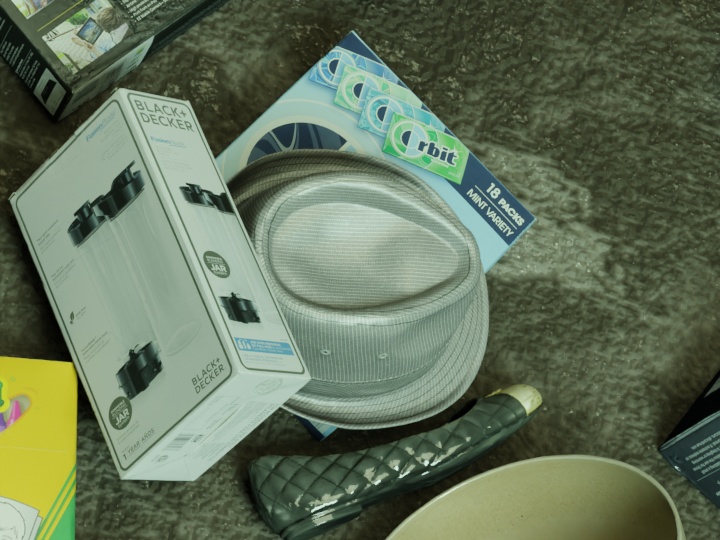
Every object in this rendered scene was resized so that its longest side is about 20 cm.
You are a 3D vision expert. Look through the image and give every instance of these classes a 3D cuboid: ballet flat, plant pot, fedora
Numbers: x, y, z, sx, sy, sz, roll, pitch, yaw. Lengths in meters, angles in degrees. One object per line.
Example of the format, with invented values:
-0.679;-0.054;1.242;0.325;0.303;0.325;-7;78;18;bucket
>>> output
0.025;0.106;1.672;0.200;0.066;0.057;-21;77;-26;ballet flat
0.110;0.224;1.613;0.200;0.200;0.135;-42;125;-27;plant pot
0.000;0.000;1.635;0.200;0.090;0.177;10;69;-17;fedora

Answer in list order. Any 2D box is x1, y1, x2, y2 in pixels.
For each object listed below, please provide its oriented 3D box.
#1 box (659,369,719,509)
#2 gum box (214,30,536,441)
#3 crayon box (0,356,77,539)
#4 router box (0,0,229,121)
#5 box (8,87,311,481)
0.318;0.118;1.757;0.200;0.104;0.148;41;62;-2;box
-0.015;-0.023;1.714;0.170;0.045;0.200;46;62;-1;gum box
-0.263;0.132;1.558;0.200;0.058;0.173;6;70;-20;crayon box
-0.157;-0.208;1.720;0.200;0.051;0.149;-38;86;-27;router box
-0.118;0.008;1.593;0.060;0.117;0.200;6;50;-48;box
